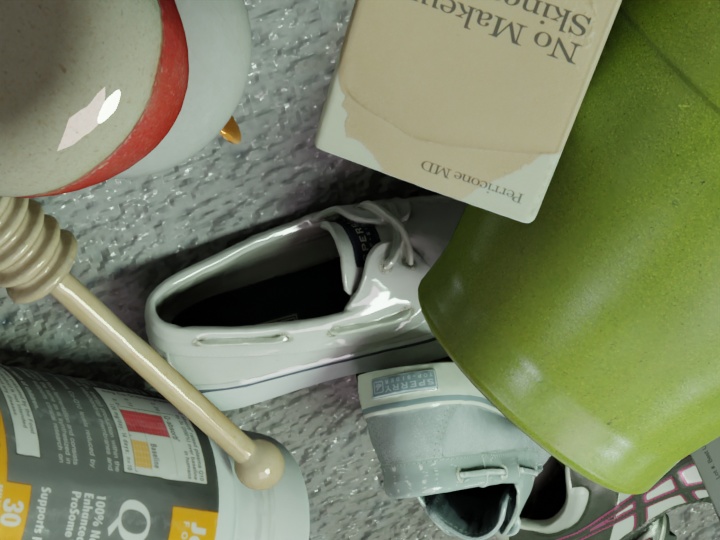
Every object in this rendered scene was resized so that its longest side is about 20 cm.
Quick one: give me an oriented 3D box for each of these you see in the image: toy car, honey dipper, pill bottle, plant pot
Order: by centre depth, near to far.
[{"bbox_3d":[-0.106,-0.097,0.967,0.184,0.177,0.200,-42,163,12],"label":"toy car"},{"bbox_3d":[0.130,-0.019,1.140,0.193,0.201,0.200,-48,138,14],"label":"plant pot"},{"bbox_3d":[-0.099,0.034,1.179,0.038,0.038,0.200,-35,122,13],"label":"honey dipper"},{"bbox_3d":[-0.127,0.106,1.235,0.199,0.117,0.116,12,129,-39],"label":"pill bottle"}]

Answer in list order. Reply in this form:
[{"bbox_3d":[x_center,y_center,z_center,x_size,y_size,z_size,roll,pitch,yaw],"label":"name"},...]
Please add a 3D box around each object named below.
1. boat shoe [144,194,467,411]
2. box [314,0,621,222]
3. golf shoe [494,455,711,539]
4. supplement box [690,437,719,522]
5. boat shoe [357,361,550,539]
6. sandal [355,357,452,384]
[{"bbox_3d":[0.000,0.000,1.225,0.199,0.072,0.066,-15,147,0],"label":"boat shoe"},{"bbox_3d":[0.054,-0.122,0.989,0.095,0.078,0.200,19,135,2],"label":"box"},{"bbox_3d":[0.146,0.086,1.403,0.088,0.077,0.200,18,125,-33],"label":"golf shoe"},{"bbox_3d":[0.233,0.087,1.253,0.109,0.061,0.200,-33,151,18],"label":"supplement box"},{"bbox_3d":[0.045,0.089,1.277,0.070,0.072,0.201,-8,168,17],"label":"boat shoe"},{"bbox_3d":[0.095,0.025,1.313,0.199,0.055,0.082,-14,141,-7],"label":"sandal"}]
